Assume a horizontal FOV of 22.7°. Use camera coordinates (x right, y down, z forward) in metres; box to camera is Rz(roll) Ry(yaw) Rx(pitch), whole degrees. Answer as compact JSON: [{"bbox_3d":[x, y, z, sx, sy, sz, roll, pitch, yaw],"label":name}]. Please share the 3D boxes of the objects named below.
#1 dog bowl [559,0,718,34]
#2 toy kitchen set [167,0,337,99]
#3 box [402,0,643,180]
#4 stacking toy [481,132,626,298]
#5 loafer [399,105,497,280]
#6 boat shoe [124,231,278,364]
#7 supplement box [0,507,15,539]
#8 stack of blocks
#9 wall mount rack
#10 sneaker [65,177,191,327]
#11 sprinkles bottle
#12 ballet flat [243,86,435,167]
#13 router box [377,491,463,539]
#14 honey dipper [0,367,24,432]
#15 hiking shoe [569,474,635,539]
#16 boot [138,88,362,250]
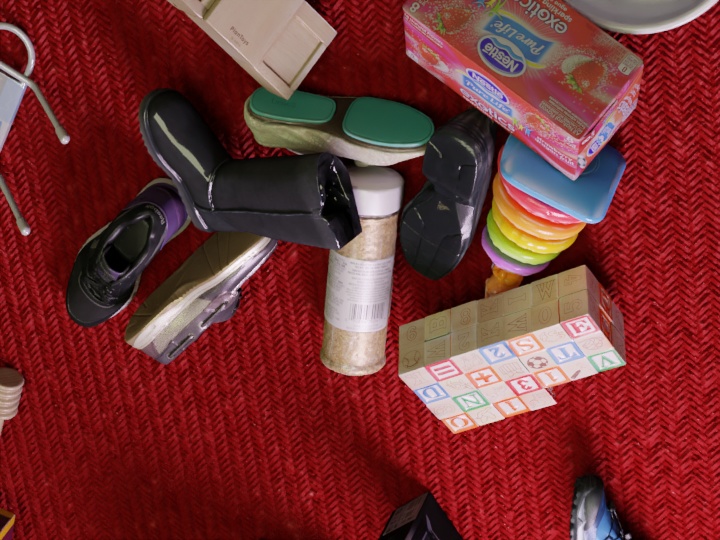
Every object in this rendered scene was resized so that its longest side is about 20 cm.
[{"bbox_3d":[0.238,-0.308,1.519,0.198,0.079,0.202,8,115,17],"label":"dog bowl"},{"bbox_3d":[-0.122,-0.300,1.672,0.164,0.180,0.200,-53,128,-6],"label":"toy kitchen set"},{"bbox_3d":[0.139,-0.185,1.558,0.199,0.100,0.096,39,79,14],"label":"box"},{"bbox_3d":[0.155,-0.038,1.666,0.109,0.116,0.201,27,132,4],"label":"stacking toy"},{"bbox_3d":[0.090,-0.070,1.681,0.072,0.072,0.201,34,140,11],"label":"loafer"},{"bbox_3d":[-0.152,0.022,1.814,0.200,0.072,0.065,-40,120,17],"label":"boat shoe"},{"bbox_3d":[-0.469,0.351,2.043,0.109,0.086,0.201,22,126,10],"label":"supplement box"},{"bbox_3d":[0.148,0.077,1.700,0.198,0.059,0.115,-19,137,25],"label":"stack of blocks"},{"bbox_3d":[-0.372,-0.141,1.818,0.173,0.075,0.201,32,120,5],"label":"wall mount rack"},{"bbox_3d":[-0.254,-0.009,1.823,0.076,0.088,0.200,40,120,0],"label":"sneaker"},{"bbox_3d":[0.000,0.000,1.745,0.068,0.068,0.202,13,116,15],"label":"sprinkles bottle"},{"bbox_3d":[-0.015,-0.132,1.708,0.198,0.068,0.063,14,143,18],"label":"ballet flat"},{"bbox_3d":[0.070,0.337,1.788,0.052,0.200,0.158,-31,99,25],"label":"router box"},{"bbox_3d":[-0.410,0.196,2.003,0.038,0.038,0.201,24,123,9],"label":"honey dipper"},{"bbox_3d":[0.257,0.283,1.777,0.086,0.075,0.202,-7,119,14],"label":"hiking shoe"},{"bbox_3d":[-0.104,-0.098,1.693,0.199,0.066,0.166,10,139,46],"label":"boot"}]
